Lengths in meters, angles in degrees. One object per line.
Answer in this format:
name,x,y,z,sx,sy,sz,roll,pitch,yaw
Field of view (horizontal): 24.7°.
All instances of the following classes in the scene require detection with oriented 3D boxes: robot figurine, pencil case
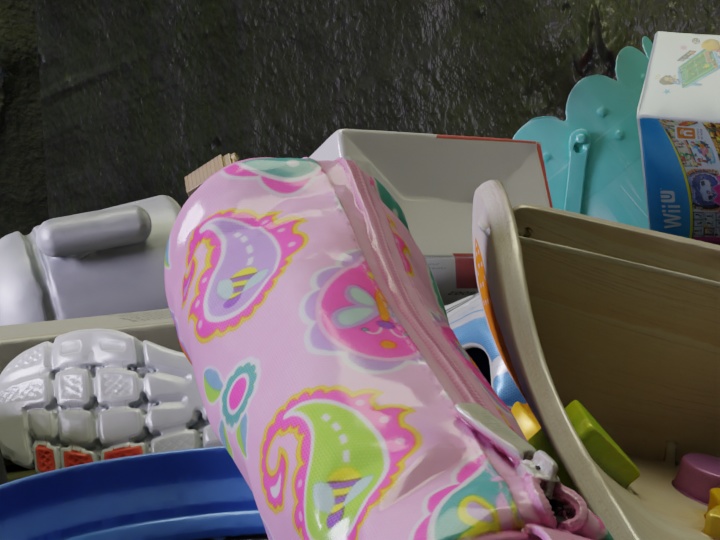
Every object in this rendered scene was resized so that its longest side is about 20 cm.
robot figurine,-0.171,0.019,1.088,0.199,0.113,0.170,-15,-38,-15
pencil case,0.005,0.044,0.444,0.087,0.088,0.200,-4,31,-17

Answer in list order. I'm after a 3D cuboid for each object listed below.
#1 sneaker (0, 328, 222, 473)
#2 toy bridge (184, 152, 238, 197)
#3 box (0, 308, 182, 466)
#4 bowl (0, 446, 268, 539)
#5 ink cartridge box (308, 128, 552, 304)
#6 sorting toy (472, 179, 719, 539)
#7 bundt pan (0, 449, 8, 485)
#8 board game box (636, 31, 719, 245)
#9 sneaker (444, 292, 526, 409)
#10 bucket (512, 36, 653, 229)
sneaker,-0.081,0.076,0.800,0.198,0.078,0.082,-1,-23,12
toy bridge,-0.066,-0.005,1.008,0.067,0.201,0.027,-30,-46,17
box,-0.167,0.063,0.887,0.199,0.069,0.082,-6,5,-30
bowl,-0.041,0.095,0.557,0.199,0.040,0.201,-3,4,0
ink cartridge box,0.000,0.000,0.849,0.116,0.068,0.200,0,-20,-27
sorting toy,0.126,0.065,0.498,0.198,0.108,0.180,12,19,-6
bundt pan,-0.249,0.078,0.703,0.200,0.076,0.202,-4,5,0
board game box,0.251,-0.048,0.854,0.198,0.065,0.148,6,-34,19
sneaker,0.043,0.054,0.768,0.073,0.072,0.200,-51,7,-25
bucket,0.152,-0.037,1.063,0.207,0.135,0.207,-38,-5,-4
